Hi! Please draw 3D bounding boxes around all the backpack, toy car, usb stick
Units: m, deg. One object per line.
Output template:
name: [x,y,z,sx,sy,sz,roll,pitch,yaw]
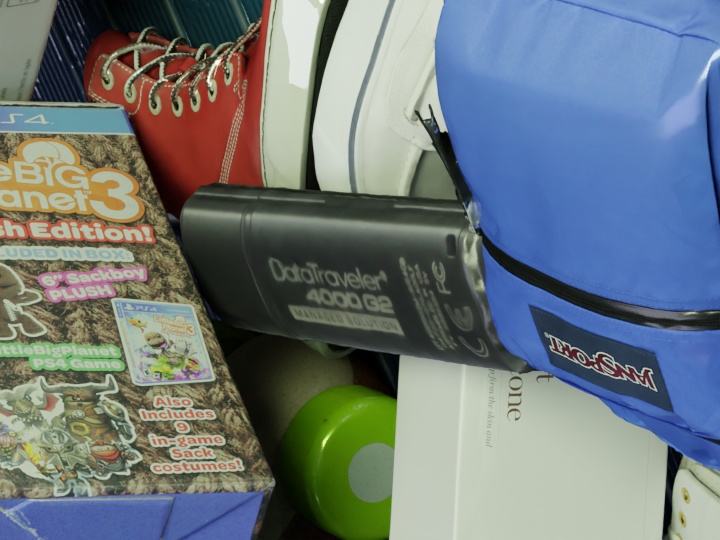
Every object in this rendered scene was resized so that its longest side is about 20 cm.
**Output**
backpack: [0.110,-0.029,0.758,0.162,0.168,0.201,26,143,44]
toy car: [-0.001,0.133,1.104,0.200,0.158,0.164,38,172,-27]
usb stick: [0.000,0.000,0.895,0.200,0.033,0.056,7,122,60]

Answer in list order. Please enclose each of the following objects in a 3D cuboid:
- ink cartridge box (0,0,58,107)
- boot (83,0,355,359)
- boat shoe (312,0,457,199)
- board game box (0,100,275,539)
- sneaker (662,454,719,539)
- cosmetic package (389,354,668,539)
ink cartridge box: [-0.155,-0.150,1.015,0.174,0.043,0.200,66,154,25]
boot: [-0.048,-0.072,0.999,0.144,0.072,0.201,37,148,24]
boat shoe: [0.039,-0.069,0.874,0.066,0.072,0.201,44,140,25]
board game box: [-0.118,0.064,0.975,0.200,0.096,0.160,-115,33,-44]
sneaker: [0.119,0.099,0.968,0.199,0.073,0.116,12,116,50]
cosmetic package: [0.055,0.090,0.924,0.051,0.082,0.201,14,103,62]
